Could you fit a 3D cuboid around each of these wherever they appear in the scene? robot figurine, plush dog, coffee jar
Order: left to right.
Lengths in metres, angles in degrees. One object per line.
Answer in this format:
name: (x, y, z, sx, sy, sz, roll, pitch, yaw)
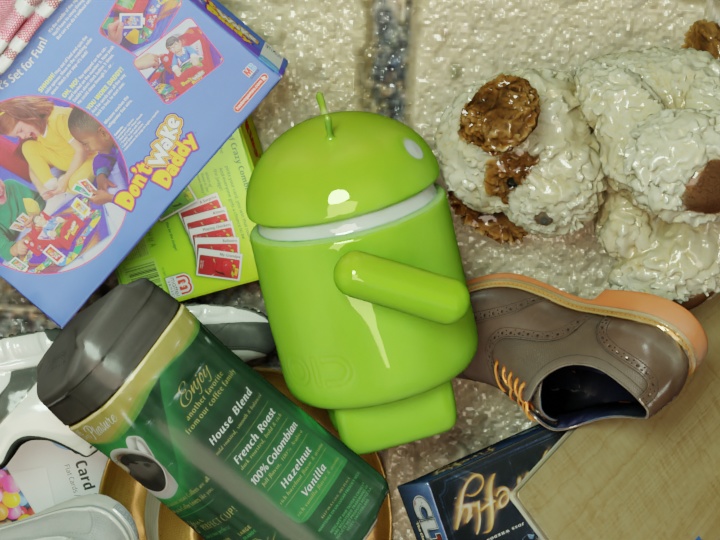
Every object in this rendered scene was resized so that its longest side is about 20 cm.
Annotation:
coffee jar: (-0.087, 0.093, 1.356, 0.200, 0.104, 0.085, 41, 65, -10)
robot figurine: (0.000, 0.000, 1.374, 0.115, 0.176, 0.201, -14, 105, -4)
plush dog: (0.127, -0.073, 1.371, 0.171, 0.200, 0.161, -1, 66, 0)

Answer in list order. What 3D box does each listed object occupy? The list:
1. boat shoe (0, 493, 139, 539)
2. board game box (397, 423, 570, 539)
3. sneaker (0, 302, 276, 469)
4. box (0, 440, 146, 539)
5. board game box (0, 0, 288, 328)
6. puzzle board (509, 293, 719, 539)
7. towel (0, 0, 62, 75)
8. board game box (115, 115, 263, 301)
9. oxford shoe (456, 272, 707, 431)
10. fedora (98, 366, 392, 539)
boat shoe: (-0.224, 0.197, 1.449, 0.199, 0.069, 0.072, -18, 101, 24)
board game box: (0.129, 0.154, 1.417, 0.200, 0.035, 0.136, -21, 93, -32)
sneaker: (-0.144, 0.068, 1.435, 0.199, 0.074, 0.080, -12, 81, -2)
box: (-0.236, 0.162, 1.512, 0.199, 0.041, 0.156, -15, 105, 6)
board game box: (-0.157, -0.086, 1.379, 0.134, 0.045, 0.200, 41, 105, -9)
puzzle board: (0.189, 0.126, 1.428, 0.200, 0.017, 0.151, -43, 106, -28)
towel: (-0.230, -0.162, 1.366, 0.200, 0.146, 0.030, -49, 138, 14)
board game box: (-0.118, -0.084, 1.427, 0.101, 0.048, 0.201, -15, 106, 7)
oxford shoe: (0.100, 0.051, 1.402, 0.199, 0.073, 0.071, -1, 132, 41)
fedora: (-0.064, 0.161, 1.459, 0.200, 0.082, 0.201, -2, 101, -12)
